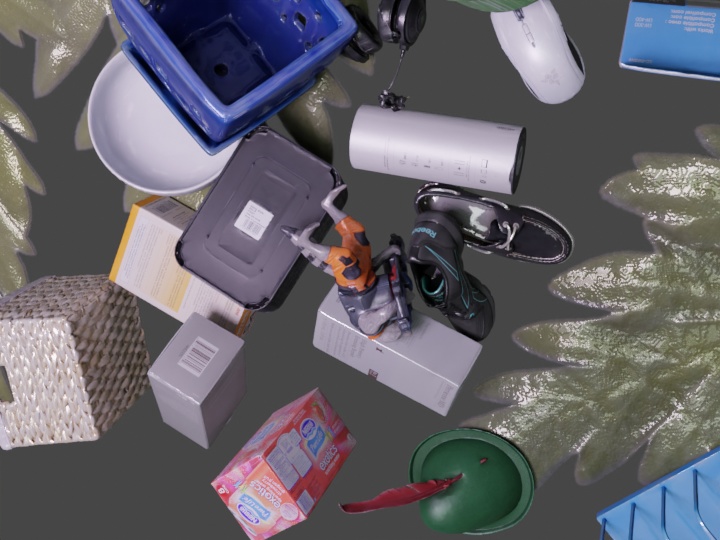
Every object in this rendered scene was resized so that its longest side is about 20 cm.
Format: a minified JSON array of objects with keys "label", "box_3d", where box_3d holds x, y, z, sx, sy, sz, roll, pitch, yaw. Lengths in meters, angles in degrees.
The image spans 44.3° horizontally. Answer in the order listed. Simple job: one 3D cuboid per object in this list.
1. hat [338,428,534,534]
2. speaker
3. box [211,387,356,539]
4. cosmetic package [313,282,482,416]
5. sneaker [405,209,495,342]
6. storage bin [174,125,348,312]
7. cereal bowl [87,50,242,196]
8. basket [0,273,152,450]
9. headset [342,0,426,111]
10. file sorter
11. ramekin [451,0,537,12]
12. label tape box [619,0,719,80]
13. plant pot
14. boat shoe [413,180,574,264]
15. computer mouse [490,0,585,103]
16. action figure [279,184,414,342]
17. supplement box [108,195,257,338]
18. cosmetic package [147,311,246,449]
[{"label":"hat","box_3d":[0.113,0.316,1.141,0.199,0.176,0.166,-12,104,22]},{"label":"speaker","box_3d":[0.089,-0.144,1.045,0.199,0.081,0.081,11,111,16]},{"label":"box","box_3d":[-0.097,0.255,1.181,0.095,0.200,0.103,-32,96,25]},{"label":"cosmetic package","box_3d":[0.044,0.096,1.127,0.200,0.074,0.102,28,150,11]},{"label":"sneaker","box_3d":[0.102,0.024,1.073,0.075,0.079,0.200,-3,132,35]},{"label":"storage bin","box_3d":[-0.120,-0.060,1.097,0.135,0.094,0.200,32,88,6]},{"label":"cereal bowl","box_3d":[-0.237,-0.190,1.123,0.199,0.083,0.201,0,87,-2]},{"label":"basket","box_3d":[-0.414,0.121,1.254,0.160,0.200,0.199,-4,107,15]},{"label":"headset","box_3d":[0.017,-0.281,1.015,0.123,0.094,0.201,-14,92,23]},{"label":"file sorter","box_3d":[0.406,0.336,1.076,0.200,0.123,0.139,-39,92,27]},{"label":"ramekin","box_3d":[0.137,-0.365,0.909,0.200,0.098,0.201,-2,86,35]},{"label":"label tape box","box_3d":[0.331,-0.227,0.856,0.143,0.200,0.066,10,110,16]},{"label":"plant pot","box_3d":[-0.151,-0.258,1.000,0.200,0.200,0.180,50,159,0]},{"label":"boat shoe","box_3d":[0.158,-0.054,1.062,0.200,0.060,0.074,26,114,9]},{"label":"computer mouse","box_3d":[0.185,-0.278,0.985,0.109,0.044,0.200,-29,97,24]},{"label":"action figure","box_3d":[0.000,0.000,1.041,0.104,0.200,0.194,-26,108,14]},{"label":"supplement box","box_3d":[-0.227,-0.002,1.209,0.200,0.074,0.126,30,115,8]},{"label":"cosmetic package","box_3d":[-0.213,0.152,1.189,0.090,0.107,0.200,30,152,6]}]
